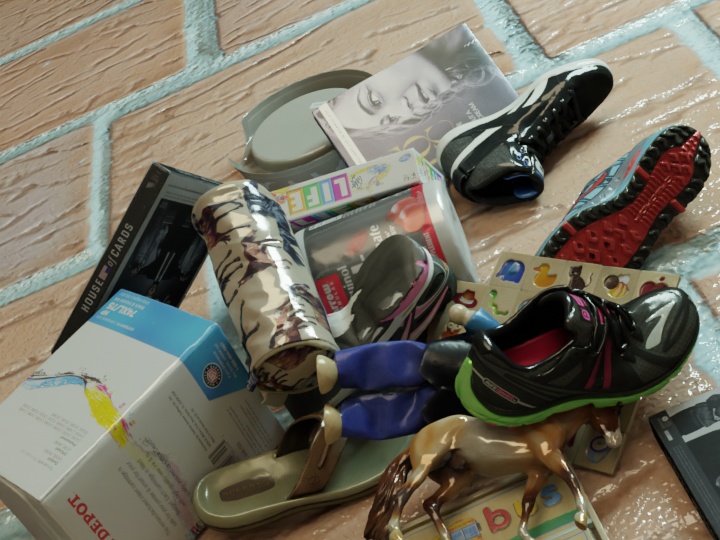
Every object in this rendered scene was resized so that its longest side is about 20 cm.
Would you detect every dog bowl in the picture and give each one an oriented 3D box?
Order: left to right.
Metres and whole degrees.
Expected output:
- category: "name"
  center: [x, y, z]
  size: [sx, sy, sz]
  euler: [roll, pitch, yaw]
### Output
- category: "dog bowl"
  center: [-0.056, -0.156, 1.324]
  size: [0.200, 0.059, 0.200]
  euler: [-17, 37, 13]

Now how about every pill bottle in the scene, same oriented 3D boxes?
- category: "pill bottle"
  center: [0.000, 0.000, 1.047]
  size: [0.200, 0.111, 0.111]
  euler: [-21, 36, 9]

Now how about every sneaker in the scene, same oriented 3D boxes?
- category: "sneaker"
  center: [0.012, 0.064, 0.975]
  size: [0.200, 0.086, 0.080]
  euler: [-46, 49, 22]
- category: "sneaker"
  center: [0.183, -0.127, 1.135]
  size: [0.200, 0.073, 0.112]
  euler: [-30, 41, 5]
- category: "sneaker"
  center: [0.164, 0.051, 0.809]
  size: [0.200, 0.084, 0.077]
  euler: [-18, 43, -20]
- category: "sneaker"
  center: [0.226, -0.043, 1.008]
  size: [0.200, 0.079, 0.096]
  euler: [-42, 7, -6]

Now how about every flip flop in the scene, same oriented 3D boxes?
- category: "flip flop"
  center: [-0.044, 0.150, 0.919]
  size: [0.200, 0.058, 0.081]
  euler: [-18, 35, -7]

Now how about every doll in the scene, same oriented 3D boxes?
- category: "doll"
  center: [0.070, 0.096, 0.876]
  size: [0.200, 0.137, 0.048]
  euler: [-6, 0, 5]

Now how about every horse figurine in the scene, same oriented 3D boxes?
- category: "horse figurine"
  center: [0.091, 0.145, 0.815]
  size: [0.200, 0.050, 0.133]
  euler: [-12, 39, 20]

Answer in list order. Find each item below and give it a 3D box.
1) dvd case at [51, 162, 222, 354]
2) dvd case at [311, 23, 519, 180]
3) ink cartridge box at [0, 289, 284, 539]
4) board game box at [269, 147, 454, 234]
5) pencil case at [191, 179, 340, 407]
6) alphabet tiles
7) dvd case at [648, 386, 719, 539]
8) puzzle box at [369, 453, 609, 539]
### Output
- category: "dvd case"
  center: [-0.201, -0.002, 1.080]
  size: [0.025, 0.150, 0.200]
  euler: [31, 97, 18]
- category: "dvd case"
  center: [0.069, -0.165, 1.222]
  size: [0.200, 0.016, 0.149]
  euler: [-31, 71, -5]
- category: "ink cartridge box"
  center: [-0.200, 0.146, 0.961]
  size: [0.146, 0.147, 0.200]
  euler: [15, 52, 43]
- category: "board game box"
  center: [-0.019, -0.062, 1.126]
  size: [0.200, 0.134, 0.034]
  euler: [-16, 76, 16]
- category: "pencil case"
  center: [-0.086, 0.014, 0.967]
  size: [0.089, 0.078, 0.200]
  euler: [-42, 52, 25]
- category: "alphabet tiles"
  center: [0.142, 0.066, 0.916]
  size: [0.200, 0.008, 0.167]
  euler: [9, 68, 40]
- category: "dvd case"
  center: [0.319, 0.116, 0.770]
  size: [0.200, 0.025, 0.150]
  euler: [-23, 35, 4]
- category: "puzzle box"
  center: [0.080, 0.219, 0.794]
  size: [0.200, 0.025, 0.133]
  euler: [-25, 35, 3]
